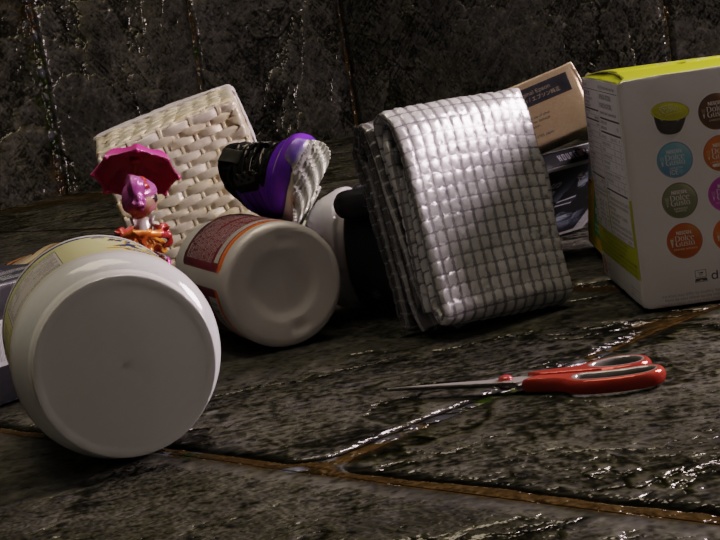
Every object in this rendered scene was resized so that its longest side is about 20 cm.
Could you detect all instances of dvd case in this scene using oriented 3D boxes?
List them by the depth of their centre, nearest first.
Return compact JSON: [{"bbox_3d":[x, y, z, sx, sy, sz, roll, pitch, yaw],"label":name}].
[{"bbox_3d":[0.214,-0.083,1.800,0.200,0.025,0.150,-17,-29,-41],"label":"dvd case"}]

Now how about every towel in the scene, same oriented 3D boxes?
[{"bbox_3d":[0.091,-0.050,1.430,0.165,0.201,0.085,-12,-5,-36],"label":"towel"}]

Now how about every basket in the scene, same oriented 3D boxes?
[{"bbox_3d":[-0.210,-0.106,2.023,0.199,0.199,0.161,-22,13,-4],"label":"basket"}]

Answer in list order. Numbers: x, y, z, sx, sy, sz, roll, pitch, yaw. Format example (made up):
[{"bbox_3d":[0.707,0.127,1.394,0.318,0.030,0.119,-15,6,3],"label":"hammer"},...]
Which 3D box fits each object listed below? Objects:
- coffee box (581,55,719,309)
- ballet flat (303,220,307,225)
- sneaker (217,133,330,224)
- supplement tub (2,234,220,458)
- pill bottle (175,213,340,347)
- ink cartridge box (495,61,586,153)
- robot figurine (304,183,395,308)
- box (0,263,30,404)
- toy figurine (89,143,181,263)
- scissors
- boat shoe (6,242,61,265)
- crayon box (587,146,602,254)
[{"bbox_3d":[0.317,-0.090,1.431,0.199,0.199,0.200,-8,8,1],"label":"coffee box"},{"bbox_3d":[-0.073,-0.030,1.908,0.075,0.064,0.200,-12,8,-22],"label":"ballet flat"},{"bbox_3d":[-0.090,-0.090,1.528,0.099,0.070,0.200,29,-15,2],"label":"sneaker"},{"bbox_3d":[-0.179,0.053,1.156,0.144,0.146,0.200,-11,9,-14],"label":"supplement tub"},{"bbox_3d":[-0.103,0.005,1.521,0.114,0.115,0.200,-12,9,-20],"label":"pill bottle"},{"bbox_3d":[0.165,-0.154,1.753,0.164,0.075,0.200,-24,-1,6],"label":"ink cartridge box"},{"bbox_3d":[0.043,-0.029,1.553,0.199,0.151,0.125,-6,21,19],"label":"robot figurine"},{"bbox_3d":[-0.363,0.062,1.435,0.182,0.105,0.200,-1,11,38],"label":"box"},{"bbox_3d":[-0.239,-0.043,1.749,0.149,0.185,0.200,-9,9,-5],"label":"toy figurine"},{"bbox_3d":[0.112,0.078,1.133,0.199,0.014,0.073,-6,10,9],"label":"scissors"},{"bbox_3d":[-0.405,0.014,1.947,0.072,0.072,0.200,-4,16,24],"label":"boat shoe"},{"bbox_3d":[0.272,-0.077,1.652,0.058,0.119,0.200,0,9,1],"label":"crayon box"}]
